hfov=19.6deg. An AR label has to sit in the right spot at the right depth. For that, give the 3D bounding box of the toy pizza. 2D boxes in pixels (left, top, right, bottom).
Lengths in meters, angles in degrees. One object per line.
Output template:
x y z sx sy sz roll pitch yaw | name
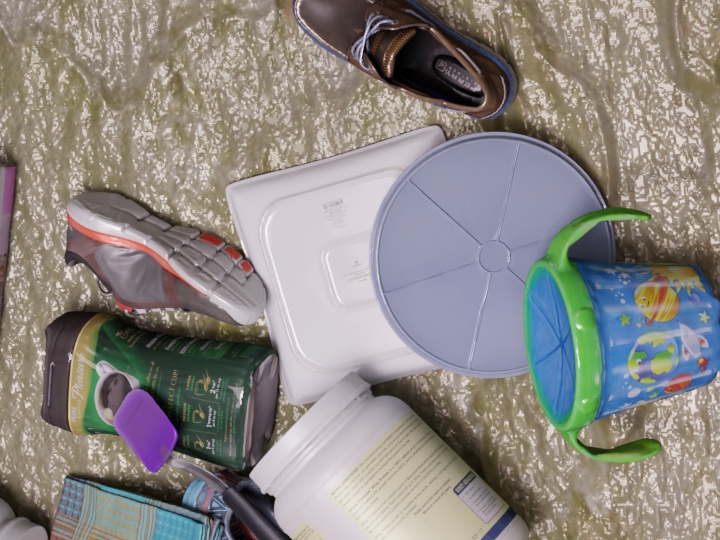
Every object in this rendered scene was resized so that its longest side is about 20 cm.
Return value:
0.106 -0.013 1.684 0.200 0.032 0.201 -1 99 -4 | toy pizza

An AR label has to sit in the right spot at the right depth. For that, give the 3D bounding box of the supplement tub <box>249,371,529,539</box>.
0.022 0.195 1.702 0.200 0.145 0.145 45 108 5 | supplement tub

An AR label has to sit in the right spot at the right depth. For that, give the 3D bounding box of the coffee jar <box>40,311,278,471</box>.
-0.174 0.099 1.775 0.200 0.085 0.104 12 110 14 | coffee jar

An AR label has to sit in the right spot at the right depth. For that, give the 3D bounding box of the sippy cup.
0.208 0.050 1.625 0.130 0.140 0.178 -8 139 -12 | sippy cup

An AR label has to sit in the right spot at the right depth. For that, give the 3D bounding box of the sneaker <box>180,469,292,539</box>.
-0.078 0.260 1.753 0.095 0.079 0.200 -23 99 55 | sneaker

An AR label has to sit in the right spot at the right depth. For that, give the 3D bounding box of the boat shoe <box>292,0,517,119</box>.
0.030 -0.183 1.672 0.200 0.072 0.072 24 105 11 | boat shoe

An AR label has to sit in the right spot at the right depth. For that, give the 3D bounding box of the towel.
-0.205 0.262 1.780 0.200 0.022 0.147 10 84 44 | towel

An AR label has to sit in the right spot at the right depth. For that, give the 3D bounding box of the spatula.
-0.124 0.173 1.709 0.200 0.021 0.057 39 124 9 | spatula

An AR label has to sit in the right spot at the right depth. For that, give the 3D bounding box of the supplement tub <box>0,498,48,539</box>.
-0.390 0.249 1.834 0.200 0.144 0.145 18 104 12 | supplement tub

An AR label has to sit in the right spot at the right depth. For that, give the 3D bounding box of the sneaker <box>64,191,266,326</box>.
-0.168 0.006 1.771 0.200 0.077 0.082 30 117 22 | sneaker

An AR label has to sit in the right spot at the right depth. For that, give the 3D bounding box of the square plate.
0.000 0.000 1.737 0.200 0.028 0.198 -15 95 18 | square plate

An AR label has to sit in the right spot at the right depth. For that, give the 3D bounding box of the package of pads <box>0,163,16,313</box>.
-0.374 -0.006 1.822 0.120 0.076 0.200 12 102 17 | package of pads
